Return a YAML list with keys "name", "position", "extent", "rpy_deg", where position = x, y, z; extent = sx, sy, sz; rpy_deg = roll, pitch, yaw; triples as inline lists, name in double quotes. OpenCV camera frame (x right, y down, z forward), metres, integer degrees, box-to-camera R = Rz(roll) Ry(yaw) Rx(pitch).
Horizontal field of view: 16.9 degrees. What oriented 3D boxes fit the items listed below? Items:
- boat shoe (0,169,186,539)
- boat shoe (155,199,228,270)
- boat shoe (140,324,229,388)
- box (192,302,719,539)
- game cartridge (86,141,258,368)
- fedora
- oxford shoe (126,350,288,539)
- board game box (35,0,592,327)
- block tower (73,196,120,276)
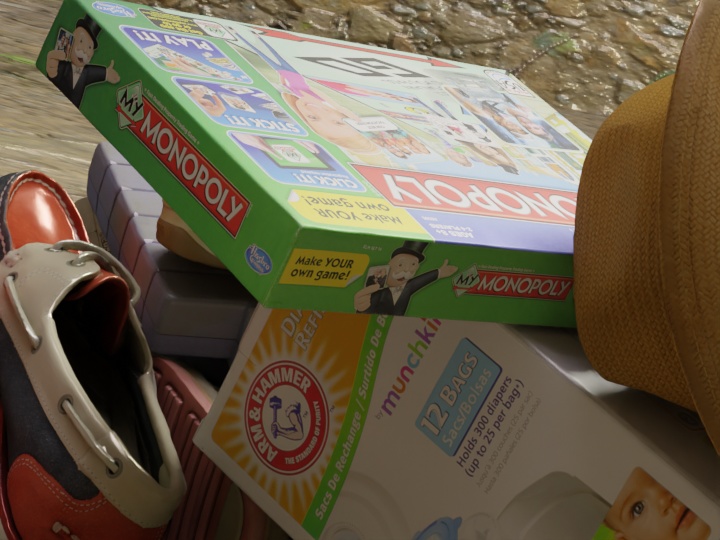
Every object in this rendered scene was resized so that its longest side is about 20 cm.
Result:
- name: "boat shoe"
  position: [-0.102, 0.028, 0.856]
  extent: [0.071, 0.063, 0.201]
  rpy_deg: [28, 29, -33]
- name: "boat shoe"
  position: [0.024, -0.028, 0.904]
  extent: [0.199, 0.064, 0.073]
  rpy_deg: [5, 9, -15]
- name: "boat shoe"
  position: [-0.074, 0.044, 1.051]
  extent: [0.072, 0.063, 0.200]
  rpy_deg: [-8, -2, -27]
- name: "box"
  position: [0.058, 0.066, 0.788]
  extent: [0.200, 0.113, 0.101]
  rpy_deg: [41, 24, 31]
- name: "game cartridge"
  position: [0.000, 0.000, 0.959]
  extent: [0.199, 0.039, 0.130]
  rpy_deg: [5, 33, -22]
- name: "fedora"
  position: [0.120, -0.010, 0.726]
  extent: [0.081, 0.202, 0.200]
  rpy_deg: [-9, -5, 39]
- name: "oxford shoe"
  position: [-0.061, 0.068, 0.913]
  extent: [0.073, 0.071, 0.200]
  rpy_deg: [16, 10, -28]
- name: "board game box"
  position: [0.013, -0.031, 0.766]
  extent: [0.199, 0.029, 0.135]
  rpy_deg: [5, 29, -44]
- name: "block tower"
  position: [-0.064, -0.022, 1.095]
  extent: [0.199, 0.058, 0.054]
  rpy_deg: [-22, -18, 30]
